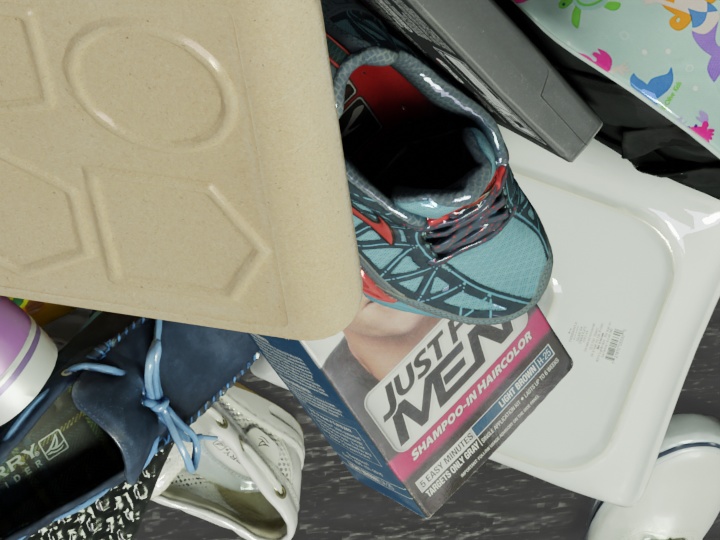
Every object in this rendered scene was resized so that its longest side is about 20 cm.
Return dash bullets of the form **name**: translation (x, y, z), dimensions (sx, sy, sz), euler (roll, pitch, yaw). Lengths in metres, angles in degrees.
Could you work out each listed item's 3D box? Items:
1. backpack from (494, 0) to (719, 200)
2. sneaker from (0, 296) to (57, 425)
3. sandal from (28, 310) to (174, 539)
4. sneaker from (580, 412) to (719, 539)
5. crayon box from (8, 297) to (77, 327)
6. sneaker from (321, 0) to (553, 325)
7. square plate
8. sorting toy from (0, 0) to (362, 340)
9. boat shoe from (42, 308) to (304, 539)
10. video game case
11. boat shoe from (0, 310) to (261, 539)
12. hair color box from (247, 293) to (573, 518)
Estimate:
- **backpack**: translation (0.117, -0.117, 1.199), dimensions (0.177, 0.200, 0.151), euler (33, 100, -38)
- **sneaker**: translation (-0.227, 0.025, 1.326), dimensions (0.114, 0.073, 0.200), euler (41, 144, -23)
- **sandal**: translation (-0.106, 0.050, 1.381), dimensions (0.075, 0.048, 0.201), euler (32, 88, -22)
- **sneaker**: translation (0.150, 0.159, 1.590), dimensions (0.073, 0.071, 0.201), euler (5, 134, -20)
- **crayon box**: translation (-0.135, -0.045, 1.313), dimensions (0.199, 0.051, 0.127), euler (-27, 136, 14)
- **sneaker**: translation (0.020, -0.032, 1.172), dimensions (0.079, 0.095, 0.200), euler (-52, 130, -6)
- **square plate**: translation (0.060, 0.009, 1.367), dimensions (0.197, 0.028, 0.201), euler (20, 126, 3)
- **sorting toy**: translation (-0.103, -0.052, 1.126), dimensions (0.199, 0.037, 0.186), euler (5, 139, 12)
- **boat shoe**: translation (-0.100, 0.076, 1.434), dimensions (0.199, 0.070, 0.071), euler (27, 127, -34)
- **video game case**: translation (-0.016, -0.132, 1.149), dimensions (0.026, 0.181, 0.200), euler (-50, 124, -5)
- **boat shoe**: translation (-0.110, 0.072, 1.318), dimensions (0.200, 0.069, 0.084), euler (-42, 114, -8)
- **hair color box**: translation (0.000, 0.000, 1.270), dimensions (0.100, 0.060, 0.200), euler (-45, 125, -15)
